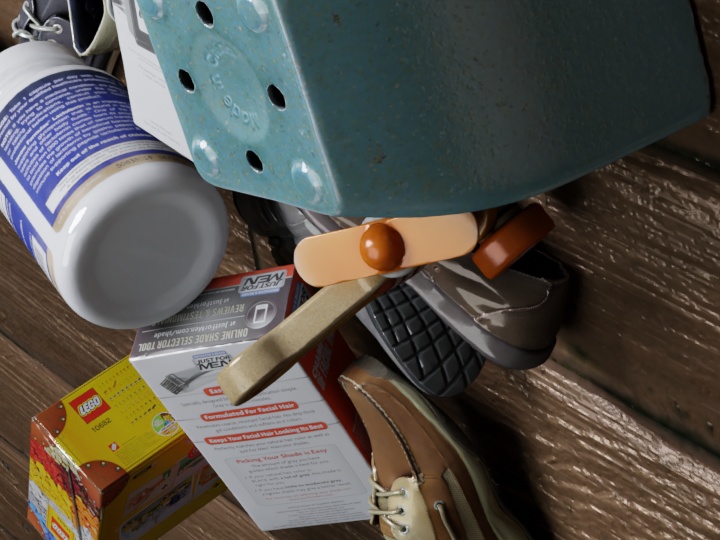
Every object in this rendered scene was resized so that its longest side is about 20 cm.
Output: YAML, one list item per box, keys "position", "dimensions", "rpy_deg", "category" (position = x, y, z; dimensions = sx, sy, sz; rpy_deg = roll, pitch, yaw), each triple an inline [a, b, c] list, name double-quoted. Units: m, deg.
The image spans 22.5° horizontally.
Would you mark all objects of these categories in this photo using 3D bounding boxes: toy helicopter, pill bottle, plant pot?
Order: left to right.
- position: [-0.176, -0.061, 1.159]
  dimensions: [0.200, 0.115, 0.116]
  rpy_deg: [47, 152, 43]
  category: "pill bottle"
- position: [0.006, 0.004, 0.931]
  dimensions: [0.079, 0.200, 0.132]
  rpy_deg: [51, -173, 4]
  category: "toy helicopter"
- position: [0.012, -0.125, 0.849]
  dimensions: [0.196, 0.200, 0.197]
  rpy_deg: [16, 132, 50]
  category: "plant pot"

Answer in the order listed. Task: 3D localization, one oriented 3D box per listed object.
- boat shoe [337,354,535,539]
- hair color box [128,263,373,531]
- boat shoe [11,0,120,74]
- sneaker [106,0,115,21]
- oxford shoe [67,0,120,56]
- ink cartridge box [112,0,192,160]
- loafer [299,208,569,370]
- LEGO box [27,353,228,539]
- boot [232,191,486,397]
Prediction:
- position: [0.044, 0.145, 1.150]
  dimensions: [0.200, 0.074, 0.076]
  rpy_deg: [55, 167, -22]
  category: "boat shoe"
- position: [-0.054, 0.088, 1.193]
  dimensions: [0.110, 0.064, 0.200]
  rpy_deg: [-9, 138, 22]
  category: "hair color box"
- position: [-0.214, -0.166, 1.291]
  dimensions: [0.073, 0.063, 0.200]
  rpy_deg: [45, 149, 20]
  category: "boat shoe"
- position: [-0.119, -0.195, 1.103]
  dimensions: [0.076, 0.080, 0.201]
  rpy_deg: [27, 136, 45]
  category: "sneaker"
- position: [-0.168, -0.226, 1.150]
  dimensions: [0.071, 0.074, 0.201]
  rpy_deg: [28, 140, 41]
  category: "oxford shoe"
- position: [-0.079, -0.177, 1.024]
  dimensions: [0.067, 0.116, 0.201]
  rpy_deg: [34, 143, 37]
  category: "ink cartridge box"
- position: [0.042, -0.031, 1.034]
  dimensions: [0.200, 0.073, 0.071]
  rpy_deg: [37, 122, 8]
  category: "loafer"
- position: [-0.137, 0.117, 1.311]
  dimensions: [0.077, 0.200, 0.149]
  rpy_deg: [45, 148, 19]
  category: "LEGO box"
- position: [0.000, 0.000, 1.144]
  dimensions: [0.200, 0.070, 0.132]
  rpy_deg: [58, 159, 7]
  category: "boot"
